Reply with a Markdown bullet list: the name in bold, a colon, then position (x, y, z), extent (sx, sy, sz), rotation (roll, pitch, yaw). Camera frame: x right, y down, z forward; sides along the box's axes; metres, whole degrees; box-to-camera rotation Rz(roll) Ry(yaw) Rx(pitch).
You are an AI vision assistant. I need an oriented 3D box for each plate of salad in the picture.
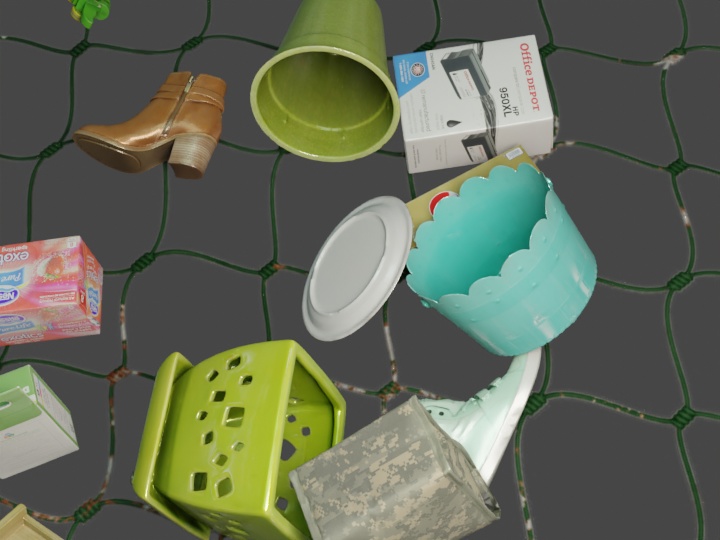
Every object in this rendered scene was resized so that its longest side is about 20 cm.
- **plate of salad**: position (0.000, 0.000, 1.372), extent (0.200, 0.048, 0.201), rotation (-34, 39, 34)

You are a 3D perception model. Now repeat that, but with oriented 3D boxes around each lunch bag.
- **lunch bag**: position (0.045, 0.248, 1.182), extent (0.163, 0.200, 0.118), rotation (-32, 49, 6)

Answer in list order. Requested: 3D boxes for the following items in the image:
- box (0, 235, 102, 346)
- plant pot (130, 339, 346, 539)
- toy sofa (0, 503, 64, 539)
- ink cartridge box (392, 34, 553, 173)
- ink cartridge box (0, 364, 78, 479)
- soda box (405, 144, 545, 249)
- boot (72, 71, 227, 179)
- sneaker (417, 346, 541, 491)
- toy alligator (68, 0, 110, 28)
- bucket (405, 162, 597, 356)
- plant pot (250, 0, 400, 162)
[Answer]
- **box**: position (-0.444, 0.032, 1.430), extent (0.198, 0.095, 0.103), rotation (-6, 62, 4)
- **plant pot**: position (-0.137, 0.203, 1.243), extent (0.180, 0.200, 0.200), rotation (-1, 62, 17)
- **toy sofa**: position (-0.343, 0.366, 1.259), extent (0.199, 0.098, 0.083), rotation (26, 44, 20)
- **ink cartridge box**: position (0.151, -0.225, 1.490), extent (0.198, 0.084, 0.146), rotation (-8, 62, 3)
- **ink cartridge box**: position (-0.415, 0.170, 1.293), extent (0.103, 0.200, 0.060), rotation (-20, 61, -4)
- **soda box**: position (0.137, -0.080, 1.425), extent (0.199, 0.068, 0.064), rotation (-27, 62, -7)
- **boot**: position (-0.290, -0.218, 1.549), extent (0.198, 0.077, 0.156), rotation (8, 65, 9)
- **sneaker**: position (0.133, 0.150, 1.298), extent (0.118, 0.074, 0.201), rotation (25, 71, 12)
- **toy alligator**: position (-0.423, -0.445, 1.705), extent (0.054, 0.059, 0.201), rotation (4, 51, -39)
- **bucket**: position (0.169, -0.009, 1.303), extent (0.206, 0.135, 0.208), rotation (-31, 32, 22)
- **plant pot**: position (-0.036, -0.286, 1.505), extent (0.198, 0.201, 0.191), rotation (2, 51, 9)
